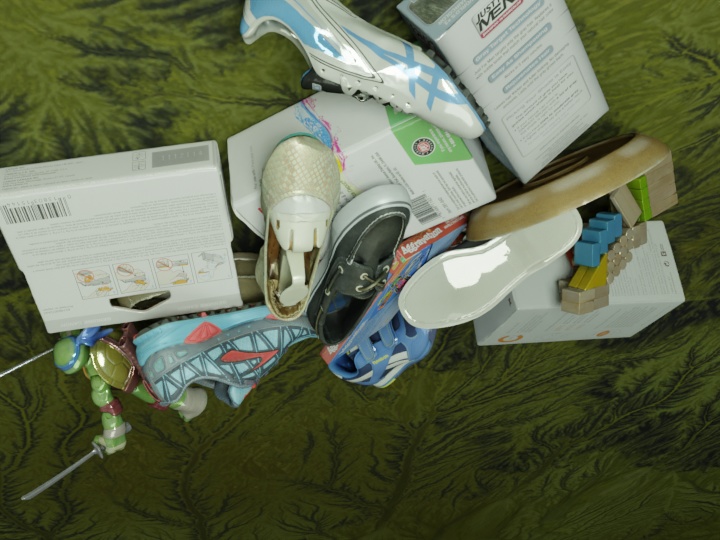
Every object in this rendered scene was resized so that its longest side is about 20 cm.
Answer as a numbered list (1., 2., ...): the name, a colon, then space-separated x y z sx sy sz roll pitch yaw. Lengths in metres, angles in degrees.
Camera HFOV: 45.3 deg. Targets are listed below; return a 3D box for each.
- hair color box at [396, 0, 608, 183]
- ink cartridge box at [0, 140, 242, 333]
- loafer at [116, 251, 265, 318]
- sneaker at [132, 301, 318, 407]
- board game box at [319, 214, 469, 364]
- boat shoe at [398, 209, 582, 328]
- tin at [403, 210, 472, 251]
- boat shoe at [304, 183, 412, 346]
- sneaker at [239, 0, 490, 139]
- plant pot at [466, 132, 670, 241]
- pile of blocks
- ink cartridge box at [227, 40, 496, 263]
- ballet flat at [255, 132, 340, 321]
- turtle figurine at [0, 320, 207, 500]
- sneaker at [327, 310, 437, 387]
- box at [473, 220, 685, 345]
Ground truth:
1. hair color box: 0.121 -0.167 0.691 0.099 0.061 0.200 -41 142 5
2. ink cartridge box: -0.219 -0.028 0.808 0.198 0.045 0.177 -8 136 -6
3. loafer: -0.163 0.025 0.907 0.198 0.068 0.076 1 147 -15
4. sneaker: -0.123 0.088 0.865 0.198 0.097 0.079 -9 172 -23
5. board game box: 0.031 0.020 0.889 0.103 0.019 0.200 -32 165 -40
6. boat shoe: 0.127 -0.010 0.868 0.199 0.074 0.060 -35 -173 6
7. tin: 0.042 -0.028 0.919 0.198 0.042 0.112 -17 150 10
8. boat shoe: 0.000 0.000 0.768 0.068 0.057 0.200 -7 152 -27
9. sneaker: 0.003 -0.148 0.634 0.199 0.072 0.073 31 96 -3
10. plant pot: 0.184 -0.082 0.798 0.198 0.028 0.200 -25 -173 3
11. pile of blocks: 0.245 -0.044 0.878 0.062 0.200 0.082 13 149 52
12. ink cartridge box: 0.001 -0.091 0.770 0.198 0.085 0.145 -23 145 17
13. ballet flat: -0.050 -0.026 0.717 0.067 0.063 0.201 -5 146 -13
14. turtle figurine: -0.280 0.126 0.953 0.193 0.144 0.201 15 106 -50
15. sneaker: 0.028 0.083 1.048 0.082 0.075 0.200 9 140 -25
16. box: 0.234 0.016 0.968 0.198 0.098 0.125 -2 158 -14
